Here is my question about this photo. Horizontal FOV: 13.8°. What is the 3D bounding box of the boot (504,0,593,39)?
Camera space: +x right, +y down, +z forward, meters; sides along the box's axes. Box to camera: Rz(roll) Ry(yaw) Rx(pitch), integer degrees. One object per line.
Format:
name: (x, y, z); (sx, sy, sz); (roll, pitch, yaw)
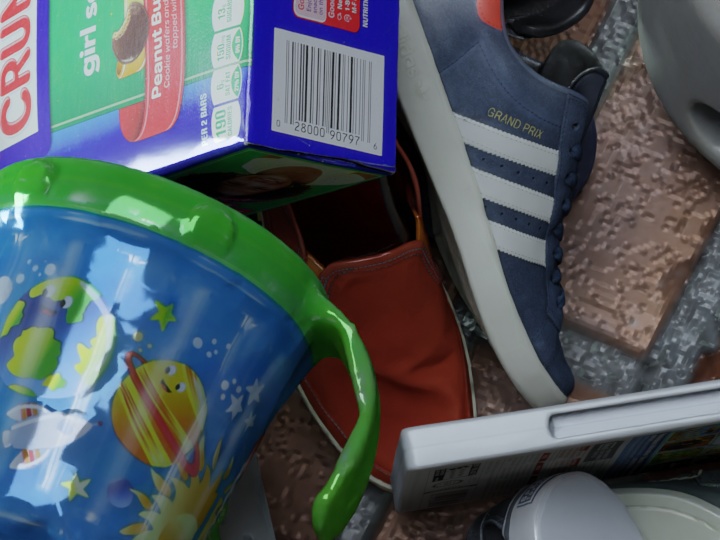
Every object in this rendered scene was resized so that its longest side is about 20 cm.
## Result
boot: (-0.010, -0.127, 1.260); (0.199, 0.070, 0.132); (-19, 34, 1)

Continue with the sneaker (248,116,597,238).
sneaker: (0.000, -0.054, 1.246); (0.199, 0.074, 0.082); (-5, 26, -13)

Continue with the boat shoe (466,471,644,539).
boat shoe: (0.093, 0.178, 1.127); (0.072, 0.068, 0.201); (-19, 82, -41)

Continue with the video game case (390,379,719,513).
video game case: (0.112, 0.061, 1.129); (0.199, 0.143, 0.018); (-9, 79, -3)

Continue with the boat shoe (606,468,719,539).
boat shoe: (0.158, 0.110, 1.166); (0.199, 0.073, 0.062); (1, 21, 16)

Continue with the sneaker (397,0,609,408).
sneaker: (0.066, -0.041, 1.181); (0.084, 0.201, 0.075); (-22, 23, -4)

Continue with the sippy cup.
sippy cup: (-0.094, 0.050, 1.067); (0.177, 0.140, 0.131); (-5, 56, 44)

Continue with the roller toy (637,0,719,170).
roller toy: (0.206, -0.123, 1.215); (0.182, 0.140, 0.201); (-18, 71, -9)

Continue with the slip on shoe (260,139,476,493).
slip on shoe: (0.000, 0.000, 1.179); (0.074, 0.061, 0.201); (-18, 107, -9)

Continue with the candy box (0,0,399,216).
candy box: (-0.073, -0.103, 1.135); (0.200, 0.077, 0.170); (-16, 69, 50)

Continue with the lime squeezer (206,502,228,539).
lime squeezer: (-0.057, 0.085, 1.159); (0.038, 0.071, 0.200); (-30, 34, 21)

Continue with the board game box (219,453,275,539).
board game box: (-0.134, 0.042, 1.175); (0.199, 0.026, 0.201); (11, 51, -36)
